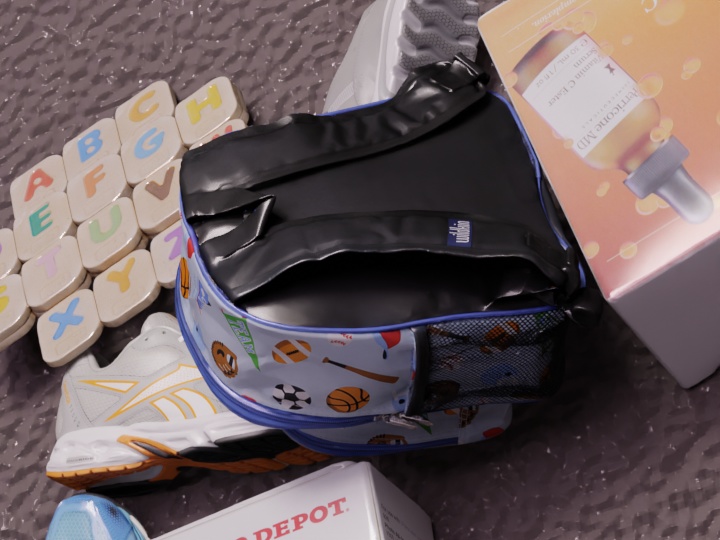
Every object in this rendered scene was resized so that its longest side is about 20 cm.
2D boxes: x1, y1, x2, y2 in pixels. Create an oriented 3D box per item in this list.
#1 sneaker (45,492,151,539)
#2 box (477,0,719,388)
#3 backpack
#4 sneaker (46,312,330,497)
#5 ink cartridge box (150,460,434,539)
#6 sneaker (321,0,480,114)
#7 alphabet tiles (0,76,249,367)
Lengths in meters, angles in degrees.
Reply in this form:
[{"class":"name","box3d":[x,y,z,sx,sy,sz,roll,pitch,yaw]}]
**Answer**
[{"class":"sneaker","box3d":[-0.158,0.207,1.529,0.078,0.090,0.201,-7,60,27]},{"class":"box","box3d":[0.173,-0.073,1.477,0.152,0.106,0.201,-32,52,12]},{"class":"backpack","box3d":[0.000,0.000,1.466,0.189,0.155,0.200,-2,39,-17]},{"class":"sneaker","box3d":[-0.085,0.062,1.568,0.199,0.076,0.093,-10,71,25]},{"class":"ink cartridge box","box3d":[-0.026,0.216,1.449,0.145,0.084,0.201,-22,55,19]},{"class":"sneaker","box3d":[0.012,-0.067,1.609,0.082,0.074,0.201,-11,56,60]},{"class":"alphabet tiles","box3d":[-0.146,-0.032,1.667,0.199,0.015,0.196,-34,34,11]}]
